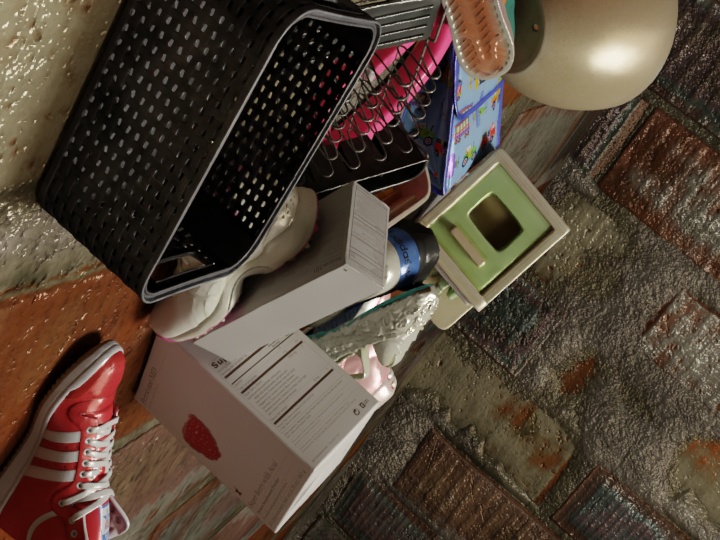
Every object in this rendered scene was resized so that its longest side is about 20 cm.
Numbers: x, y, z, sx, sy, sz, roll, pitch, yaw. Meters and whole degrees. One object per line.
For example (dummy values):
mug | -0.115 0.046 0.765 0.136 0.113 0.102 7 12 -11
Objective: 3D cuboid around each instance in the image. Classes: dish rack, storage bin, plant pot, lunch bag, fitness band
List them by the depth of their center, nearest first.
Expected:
storage bin | -0.090 -0.094 0.554 0.201 0.093 0.135 -55 168 22
dish rack | -0.002 -0.135 0.738 0.151 0.055 0.201 -20 155 -22
fitness band | 0.021 -0.181 0.852 0.200 0.037 0.144 -45 167 -26
plant pot | 0.193 -0.254 0.900 0.133 0.201 0.202 -18 150 -35
lunch bag | 0.111 -0.215 1.023 0.150 0.093 0.202 -41 151 -44

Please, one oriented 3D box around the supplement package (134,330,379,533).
supplement package | -0.105 0.128 0.891 0.119 0.199 0.122 -38 163 -46

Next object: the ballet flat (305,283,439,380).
ballet flat | 0.007 0.073 0.914 0.198 0.073 0.072 -24 -176 33

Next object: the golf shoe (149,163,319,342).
golf shoe | -0.124 -0.016 0.748 0.091 0.076 0.199 30 121 -35

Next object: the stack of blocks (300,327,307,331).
stack of blocks | -0.038 -0.003 1.098 0.116 0.058 0.199 -57 167 24

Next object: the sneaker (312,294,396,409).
sneaker | 0.004 0.078 1.019 0.104 0.075 0.203 25 89 -35

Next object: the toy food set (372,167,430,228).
toy food set | -0.029 -0.057 0.897 0.142 0.061 0.200 -18 -170 34

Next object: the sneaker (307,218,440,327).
sneaker | 0.000 0.001 0.940 0.110 0.078 0.199 -18 176 -40

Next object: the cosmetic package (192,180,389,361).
cosmetic package | -0.062 0.007 0.776 0.198 0.050 0.084 -26 -136 38

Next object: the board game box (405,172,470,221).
board game box | 0.068 -0.063 1.256 0.201 0.034 0.126 -52 -164 -1

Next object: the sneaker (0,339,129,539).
sneaker | -0.226 0.163 0.751 0.201 0.112 0.071 -55 168 17

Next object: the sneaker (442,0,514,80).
sneaker | 0.099 -0.268 0.786 0.201 0.070 0.081 73 18 -50

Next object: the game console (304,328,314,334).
game console | -0.083 0.096 1.145 0.170 0.121 0.199 10 150 -36

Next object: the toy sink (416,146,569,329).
toy sink | 0.133 -0.032 1.095 0.199 0.131 0.112 -41 180 5
